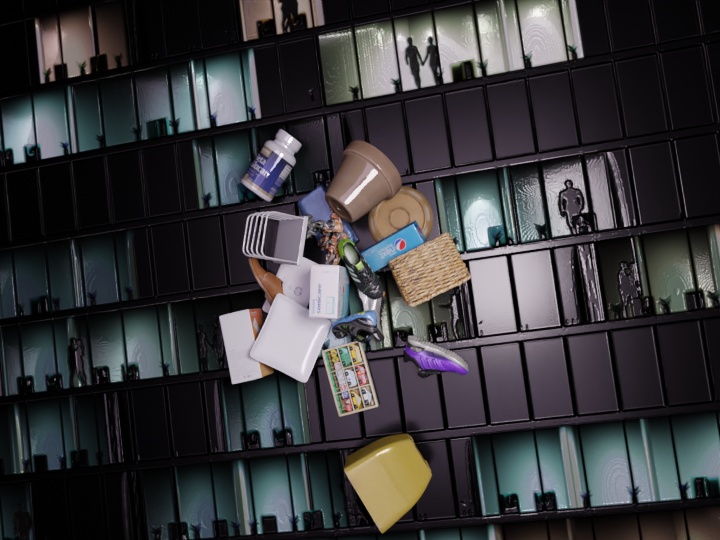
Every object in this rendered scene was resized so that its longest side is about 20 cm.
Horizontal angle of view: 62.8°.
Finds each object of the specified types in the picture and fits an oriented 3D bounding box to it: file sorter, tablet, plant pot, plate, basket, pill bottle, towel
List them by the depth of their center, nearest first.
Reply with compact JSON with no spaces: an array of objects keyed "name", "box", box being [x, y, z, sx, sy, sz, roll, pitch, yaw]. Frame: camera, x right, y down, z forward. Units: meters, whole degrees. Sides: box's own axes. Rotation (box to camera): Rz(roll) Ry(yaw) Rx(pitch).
[{"name":"plant pot","box":[0.089,0.570,1.658,0.198,0.196,0.196,-33,83,-3]},{"name":"plant pot","box":[-0.009,-0.238,1.676,0.200,0.201,0.175,39,75,8]},{"name":"basket","box":[0.195,0.007,1.682,0.198,0.143,0.151,-27,81,1]},{"name":"file sorter","box":[-0.253,-0.096,1.712,0.123,0.199,0.141,10,88,-28]},{"name":"plate","box":[-0.206,0.199,1.737,0.198,0.032,0.202,30,74,-24]},{"name":"plant pot","box":[0.118,-0.153,1.761,0.196,0.027,0.204,0,87,8]},{"name":"towel","box":[-0.102,-0.147,1.784,0.111,0.049,0.202,-31,84,6]},{"name":"pill bottle","box":[-0.265,-0.320,1.785,0.110,0.111,0.201,34,92,9]},{"name":"tablet","box":[-0.208,0.055,1.808,0.129,0.014,0.203,24,92,9]}]

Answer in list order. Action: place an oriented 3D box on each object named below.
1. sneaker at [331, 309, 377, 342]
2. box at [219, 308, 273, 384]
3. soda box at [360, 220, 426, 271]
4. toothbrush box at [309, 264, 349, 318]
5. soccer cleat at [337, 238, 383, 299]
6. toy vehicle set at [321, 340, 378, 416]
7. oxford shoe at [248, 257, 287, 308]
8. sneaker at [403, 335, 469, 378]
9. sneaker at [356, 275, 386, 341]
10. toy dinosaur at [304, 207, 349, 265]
[{"name":"sneaker","box":[-0.019,0.171,1.695,0.199,0.070,0.084,-25,77,51]},{"name":"box","box":[-0.339,0.223,1.765,0.096,0.124,0.203,-13,86,7]},{"name":"soda box","box":[0.089,-0.065,1.719,0.198,0.064,0.068,-29,96,19]},{"name":"toothbrush box","box":[-0.086,0.061,1.695,0.084,0.200,0.149,2,87,9]},{"name":"soccer cleat","box":[0.000,0.000,1.672,0.067,0.081,0.201,-35,98,-4]},{"name":"toy vehicle set","box":[-0.031,0.321,1.762,0.122,0.027,0.203,-17,85,8]},{"name":"oxford shoe","box":[-0.276,0.034,1.791,0.071,0.071,0.201,-33,75,-6]},{"name":"sneaker","box":[0.214,0.272,1.712,0.198,0.069,0.101,24,98,13]},{"name":"sneaker","box":[0.043,0.108,1.739,0.078,0.074,0.204,-14,85,3]},{"name":"toy dinosaur","box":[-0.098,-0.117,1.724,0.133,0.102,0.203,3,64,-13]}]
